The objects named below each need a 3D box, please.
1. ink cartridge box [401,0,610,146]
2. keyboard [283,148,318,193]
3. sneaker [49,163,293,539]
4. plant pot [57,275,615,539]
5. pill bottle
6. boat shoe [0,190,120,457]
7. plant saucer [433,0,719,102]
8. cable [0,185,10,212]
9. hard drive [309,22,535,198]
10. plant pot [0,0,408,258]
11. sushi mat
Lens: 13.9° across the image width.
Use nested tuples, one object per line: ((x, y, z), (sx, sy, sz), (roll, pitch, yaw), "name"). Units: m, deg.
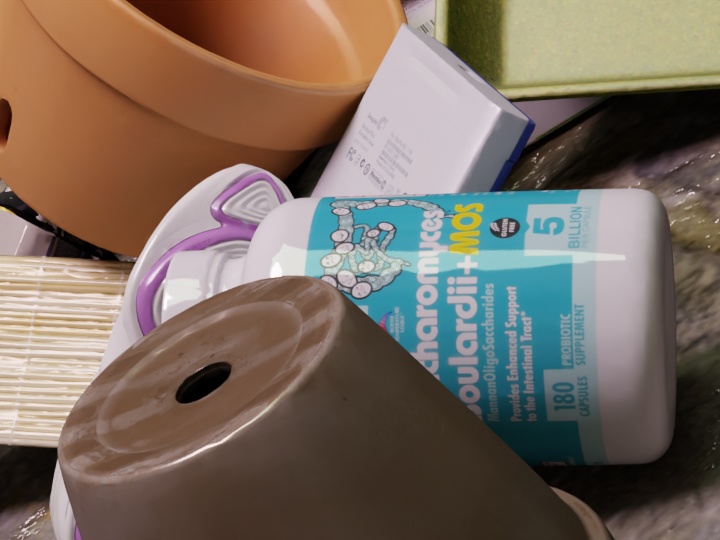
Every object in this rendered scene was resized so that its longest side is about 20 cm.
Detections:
((0.060, -0.127, 1.568), (0.117, 0.067, 0.200), (-30, 24, 1), "ink cartridge box")
((-0.062, -0.033, 1.496), (0.200, 0.040, 0.104), (-59, 5, -27), "keyboard")
((-0.094, 0.042, 1.335), (0.200, 0.075, 0.100), (-66, 20, -3), "sneaker")
((-0.016, 0.104, 1.075), (0.200, 0.174, 0.200), (-24, 25, 12), "plant pot")
((0.024, 0.024, 1.185), (0.200, 0.111, 0.111), (-2, 30, 9), "pill bottle")
((-0.176, 0.067, 1.475), (0.075, 0.093, 0.200), (19, 82, 55), "boat shoe")
((0.139, -0.162, 1.440), (0.200, 0.048, 0.200), (-3, 62, 10), "plant saucer")
((-0.144, -0.064, 1.627), (0.050, 0.097, 0.200), (32, 84, 35), "cable")
((0.000, 0.000, 1.306), (0.200, 0.025, 0.132), (-62, 25, 10), "hard drive")
((-0.095, -0.099, 1.415), (0.140, 0.200, 0.200), (-58, 10, 30), "plant pot")
((-0.161, 0.038, 1.415), (0.200, 0.012, 0.096), (3, 75, 12), "sushi mat")
